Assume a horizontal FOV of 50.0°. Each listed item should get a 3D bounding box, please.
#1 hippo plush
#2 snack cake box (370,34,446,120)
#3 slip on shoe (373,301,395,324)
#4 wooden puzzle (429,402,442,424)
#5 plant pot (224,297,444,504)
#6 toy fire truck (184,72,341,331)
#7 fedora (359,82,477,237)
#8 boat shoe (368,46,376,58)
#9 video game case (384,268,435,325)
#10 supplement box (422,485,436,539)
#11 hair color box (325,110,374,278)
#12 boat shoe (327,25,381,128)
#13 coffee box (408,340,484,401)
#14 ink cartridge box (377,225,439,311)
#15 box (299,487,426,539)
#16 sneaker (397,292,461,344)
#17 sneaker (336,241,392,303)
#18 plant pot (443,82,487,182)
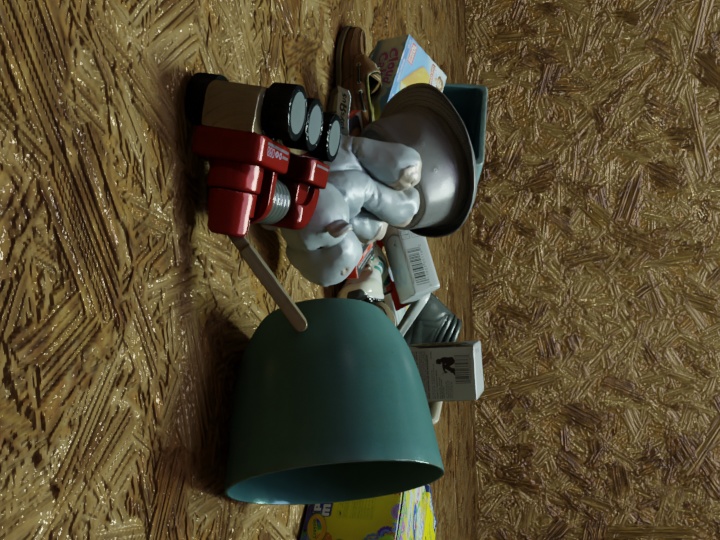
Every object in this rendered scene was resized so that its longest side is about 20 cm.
[{"bbox_3d":[-0.016,-0.075,0.848,0.161,0.158,0.201,-76,161,-48],"label":"hippo plush"},{"bbox_3d":[0.054,-0.238,1.176,0.115,0.067,0.201,32,69,-44],"label":"snack cake box"},{"bbox_3d":[-0.003,0.094,1.063,0.200,0.076,0.061,-53,147,-49],"label":"slip on shoe"},{"bbox_3d":[0.061,0.245,1.238,0.200,0.046,0.185,-54,-176,27],"label":"wooden puzzle"},{"bbox_3d":[-0.031,0.123,0.733,0.201,0.199,0.162,61,20,-63],"label":"plant pot"},{"bbox_3d":[-0.080,-0.057,0.699,0.176,0.128,0.201,4,97,-77],"label":"toy fire truck"},{"bbox_3d":[0.056,-0.131,0.982,0.090,0.176,0.201,-20,89,-41],"label":"fedora"},{"bbox_3d":[0.028,-0.280,1.237,0.062,0.072,0.201,43,48,-63],"label":"boat shoe"},{"bbox_3d":[0.107,0.109,1.400,0.182,0.023,0.201,30,40,-47],"label":"video game case"},{"bbox_3d":[0.055,0.454,1.230,0.201,0.109,0.109,-75,160,-46],"label":"supplement box"},{"bbox_3d":[-0.028,-0.100,1.009,0.102,0.061,0.201,-57,143,-65],"label":"hair color box"},{"bbox_3d":[0.000,-0.272,1.118,0.072,0.067,0.201,61,30,-60],"label":"boat shoe"},{"bbox_3d":[0.076,0.149,1.136,0.113,0.199,0.080,7,80,-75],"label":"coffee box"},{"bbox_3d":[0.049,-0.025,1.216,0.200,0.047,0.161,141,-66,-68],"label":"ink cartridge box"},{"bbox_3d":[0.013,0.334,1.033,0.201,0.121,0.193,-76,160,-49],"label":"box"},{"bbox_3d":[0.089,0.136,1.248,0.201,0.099,0.071,-57,-175,10],"label":"sneaker"},{"bbox_3d":[0.000,0.000,1.135,0.200,0.070,0.094,-24,102,-78],"label":"sneaker"},{"bbox_3d":[0.116,-0.192,1.369,0.201,0.195,0.197,86,10,-52],"label":"plant pot"}]
